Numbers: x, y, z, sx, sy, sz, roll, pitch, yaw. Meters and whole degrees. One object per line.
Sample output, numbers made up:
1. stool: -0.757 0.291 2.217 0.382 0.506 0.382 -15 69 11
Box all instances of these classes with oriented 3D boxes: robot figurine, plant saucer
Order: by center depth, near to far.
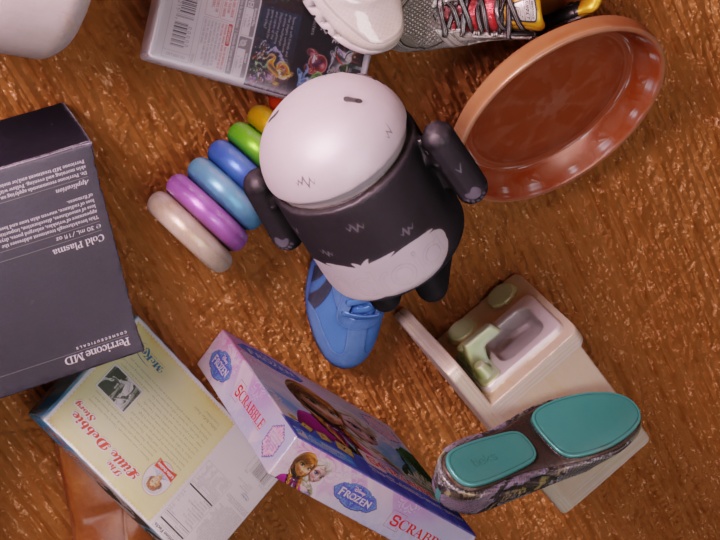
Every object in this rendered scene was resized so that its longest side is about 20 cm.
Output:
1. robot figurine: 0.004 -0.060 1.403 0.150 0.125 0.200 -38 128 -7
2. plant saucer: 0.161 -0.137 1.528 0.200 0.032 0.200 -23 149 -14

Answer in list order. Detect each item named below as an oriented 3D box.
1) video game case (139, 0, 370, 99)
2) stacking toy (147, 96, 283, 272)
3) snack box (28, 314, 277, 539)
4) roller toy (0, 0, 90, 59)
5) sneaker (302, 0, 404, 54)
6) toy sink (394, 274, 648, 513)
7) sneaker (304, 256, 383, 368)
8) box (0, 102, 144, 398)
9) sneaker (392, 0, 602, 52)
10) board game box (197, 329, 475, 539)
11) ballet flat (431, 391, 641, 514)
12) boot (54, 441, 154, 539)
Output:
1. video game case: -0.063 -0.236 1.404 0.182 0.023 0.200 13 87 -27
2. stacking toy: -0.075 -0.096 1.465 0.200 0.085 0.085 -47 121 -2
3. snack box: -0.167 0.144 1.523 0.116 0.037 0.200 -49 116 -18
4. roller toy: -0.259 -0.246 1.257 0.140 0.182 0.200 7 109 -24
5. sneaker: -0.015 -0.255 1.370 0.075 0.081 0.200 -30 108 -24
6. toy sink: 0.143 0.090 1.606 0.112 0.130 0.200 -41 120 -2
7. sneaker: 0.000 0.000 1.537 0.066 0.078 0.200 -3 115 -23
8. box: -0.288 -0.005 1.398 0.200 0.104 0.182 -18 117 -15
9. sneaker: 0.105 -0.220 1.474 0.200 0.082 0.078 -18 118 -20
10. board game box: -0.022 0.147 1.521 0.200 0.200 0.041 33 98 -31
11. ballet flat: 0.142 0.153 1.523 0.200 0.072 0.072 -16 118 -28
12. boot: -0.168 0.217 1.587 0.188 0.068 0.200 -5 103 -17
